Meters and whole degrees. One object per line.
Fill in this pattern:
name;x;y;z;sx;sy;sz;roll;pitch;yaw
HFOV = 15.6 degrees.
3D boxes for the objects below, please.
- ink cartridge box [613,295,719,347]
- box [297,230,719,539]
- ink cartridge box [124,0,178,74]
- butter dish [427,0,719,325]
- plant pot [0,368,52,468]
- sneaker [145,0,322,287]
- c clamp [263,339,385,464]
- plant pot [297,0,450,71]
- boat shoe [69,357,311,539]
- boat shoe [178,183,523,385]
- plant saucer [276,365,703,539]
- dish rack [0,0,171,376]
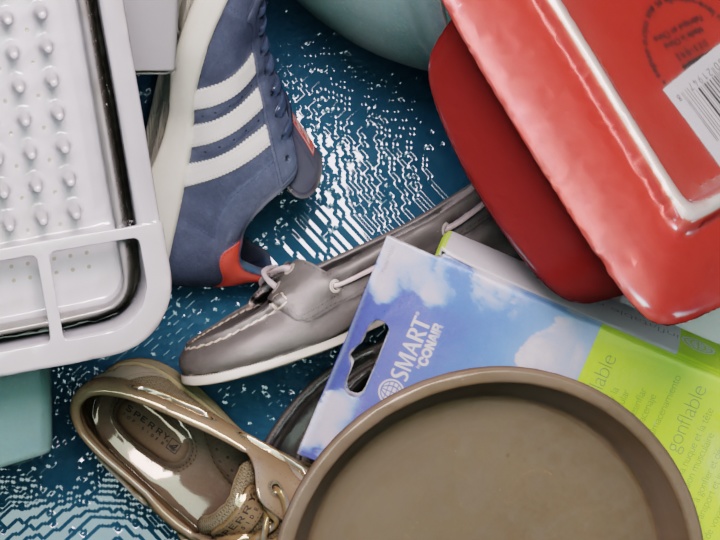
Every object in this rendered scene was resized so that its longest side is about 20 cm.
ink cartridge box;0.232;0.018;1.270;0.199;0.086;0.148;31;80;0
box;0.086;0.068;1.214;0.199;0.048;0.122;23;107;2
ink cartridge box;-0.123;-0.202;1.204;0.083;0.147;0.200;1;39;-5
butter dish;0.109;-0.068;1.177;0.200;0.148;0.200;-27;83;-40
plant pot;-0.214;0.002;1.215;0.141;0.141;0.201;-16;89;-7
sneaker;-0.054;-0.081;1.242;0.084;0.075;0.201;9;120;-11
c clamp;0.057;0.100;1.265;0.199;0.027;0.171;28;93;3
plant pot;0.015;-0.193;1.252;0.134;0.200;0.201;8;78;25
boat shoe;-0.052;0.115;1.231;0.200;0.065;0.071;32;99;7
boat shoe;0.000;0.000;1.262;0.199;0.067;0.057;-19;97;-15
plant saucer;0.056;0.140;1.171;0.199;0.029;0.201;-1;98;-10
dish rack;-0.177;-0.054;1.118;0.171;0.044;0.201;-10;106;-7
